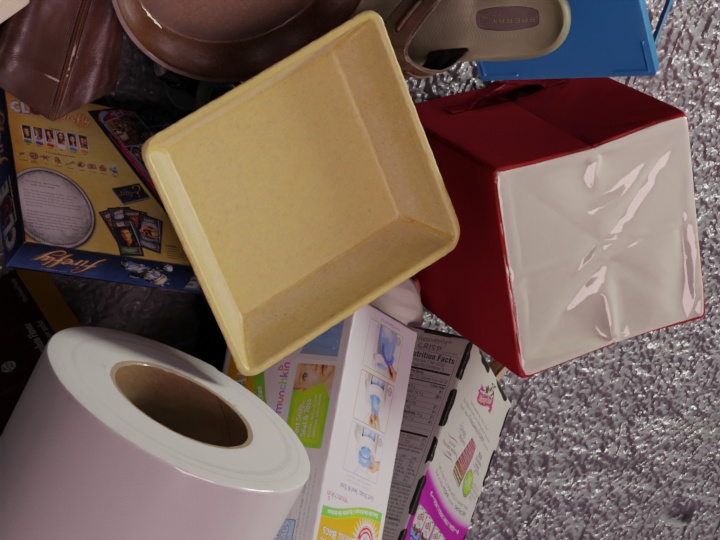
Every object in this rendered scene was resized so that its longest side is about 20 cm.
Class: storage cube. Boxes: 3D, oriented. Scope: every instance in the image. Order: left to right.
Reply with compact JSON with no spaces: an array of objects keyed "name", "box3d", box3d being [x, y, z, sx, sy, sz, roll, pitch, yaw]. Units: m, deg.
[{"name":"storage cube","box3d":[0.149,-0.043,1.728,0.170,0.180,0.201,-17,113,-19]}]

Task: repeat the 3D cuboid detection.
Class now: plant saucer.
[{"name":"plant saucer","box3d":[-0.081,-0.225,1.515,0.200,0.035,0.201,-13,129,-16]},{"name":"plant saucer","box3d":[-0.046,-0.058,1.565,0.200,0.048,0.200,-32,119,-18]}]

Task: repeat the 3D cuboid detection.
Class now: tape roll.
[{"name":"tape roll","box3d":[-0.153,0.148,1.516,0.202,0.203,0.139,17,110,-35]}]

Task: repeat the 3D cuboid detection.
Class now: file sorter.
[{"name":"file sorter","box3d":[0.145,-0.257,1.624,0.138,0.123,0.200,0,132,23]}]

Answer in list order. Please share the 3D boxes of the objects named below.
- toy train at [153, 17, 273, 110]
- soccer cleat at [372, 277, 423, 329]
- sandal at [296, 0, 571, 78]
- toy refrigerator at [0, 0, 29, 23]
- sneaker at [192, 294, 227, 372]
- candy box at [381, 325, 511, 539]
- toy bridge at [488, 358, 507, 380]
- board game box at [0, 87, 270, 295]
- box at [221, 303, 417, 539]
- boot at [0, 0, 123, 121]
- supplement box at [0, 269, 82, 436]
[{"name":"toy train","box3d":[-0.057,-0.149,1.637,0.200,0.085,0.114,20,95,-33]},{"name":"soccer cleat","box3d":[0.000,0.000,1.747,0.078,0.069,0.200,-59,146,-40]},{"name":"sandal","box3d":[0.050,-0.174,1.577,0.200,0.057,0.080,-8,114,7]},{"name":"toy refrigerator","box3d":[-0.327,-0.158,1.482,0.200,0.076,0.070,-36,130,-5]},{"name":"sneaker","box3d":[-0.105,0.023,1.720,0.104,0.060,0.200,27,97,-51]},{"name":"candy box","box3d":[0.051,0.164,1.779,0.201,0.061,0.136,-68,155,-21]},{"name":"toy bridge","box3d":[0.070,0.095,1.889,0.200,0.027,0.067,-28,130,-10]},{"name":"board game box","box3d":[-0.167,-0.054,1.597,0.199,0.136,0.035,9,143,-32]},{"name":"box","box3d":[-0.042,0.127,1.666,0.101,0.112,0.201,32,64,-56]},{"name":"boot","box3d":[-0.159,-0.198,1.555,0.186,0.064,0.201,8,112,-18]},{"name":"supplement box","box3d":[-0.277,0.139,1.658,0.200,0.133,0.198,-28,129,-11]}]
